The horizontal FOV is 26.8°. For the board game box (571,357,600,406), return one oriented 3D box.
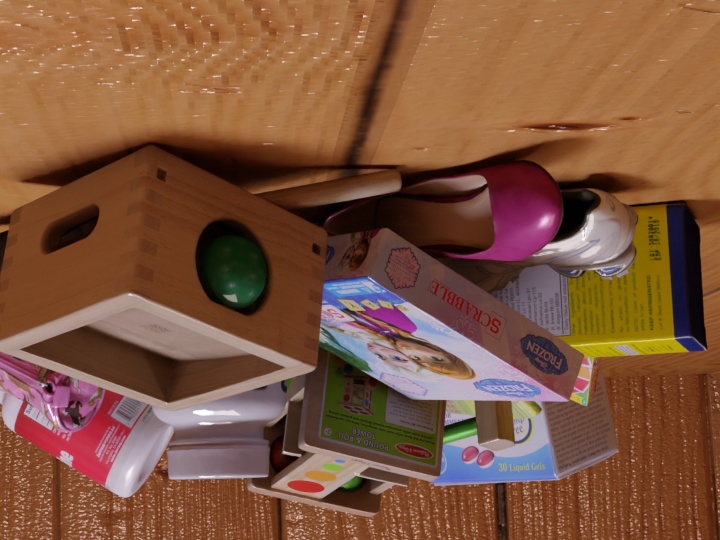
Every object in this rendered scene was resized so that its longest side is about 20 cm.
[{"bbox_3d":[0.125,0.051,1.378,0.199,0.030,0.096,28,152,20],"label":"board game box"}]

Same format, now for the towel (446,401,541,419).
[{"bbox_3d":[0.072,0.063,1.403,0.143,0.023,0.200,-1,133,54],"label":"towel"}]

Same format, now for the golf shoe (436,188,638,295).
[{"bbox_3d":[0.103,-0.029,1.127,0.198,0.079,0.097,-12,156,19],"label":"golf shoe"}]

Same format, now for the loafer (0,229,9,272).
[{"bbox_3d":[-0.233,-0.013,1.131,0.199,0.069,0.070,-10,162,17],"label":"loafer"}]

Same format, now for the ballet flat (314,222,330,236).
[{"bbox_3d":[0.000,0.000,1.273,0.067,0.067,0.200,-19,161,16],"label":"ballet flat"}]

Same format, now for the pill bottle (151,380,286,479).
[{"bbox_3d":[-0.115,0.066,1.218,0.110,0.202,0.111,-1,171,0],"label":"pill bottle"}]

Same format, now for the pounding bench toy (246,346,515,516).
[{"bbox_3d":[0.018,0.139,1.325,0.198,0.125,0.156,15,151,-18],"label":"pounding bench toy"}]

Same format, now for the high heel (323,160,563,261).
[{"bbox_3d":[0.055,-0.033,1.024,0.095,0.068,0.200,-7,177,-25],"label":"high heel"}]

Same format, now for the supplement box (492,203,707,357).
[{"bbox_3d":[0.180,0.015,1.256,0.198,0.110,0.109,-4,170,18],"label":"supplement box"}]

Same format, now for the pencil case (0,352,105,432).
[{"bbox_3d":[-0.340,0.084,1.466,0.199,0.087,0.083,24,-133,25],"label":"pencil case"}]

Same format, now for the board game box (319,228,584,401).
[{"bbox_3d":[0.031,0.039,1.133,0.199,0.041,0.199,31,160,-27],"label":"board game box"}]

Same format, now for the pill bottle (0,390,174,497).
[{"bbox_3d":[-0.296,0.139,1.561,0.199,0.113,0.112,30,174,5],"label":"pill bottle"}]

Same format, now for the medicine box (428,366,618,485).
[{"bbox_3d":[0.140,0.102,1.512,0.102,0.202,0.181,-15,-177,-42],"label":"medicine box"}]

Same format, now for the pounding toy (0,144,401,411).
[{"bbox_3d":[-0.106,-0.007,1.002,0.199,0.143,0.183,-19,148,41],"label":"pounding toy"}]
